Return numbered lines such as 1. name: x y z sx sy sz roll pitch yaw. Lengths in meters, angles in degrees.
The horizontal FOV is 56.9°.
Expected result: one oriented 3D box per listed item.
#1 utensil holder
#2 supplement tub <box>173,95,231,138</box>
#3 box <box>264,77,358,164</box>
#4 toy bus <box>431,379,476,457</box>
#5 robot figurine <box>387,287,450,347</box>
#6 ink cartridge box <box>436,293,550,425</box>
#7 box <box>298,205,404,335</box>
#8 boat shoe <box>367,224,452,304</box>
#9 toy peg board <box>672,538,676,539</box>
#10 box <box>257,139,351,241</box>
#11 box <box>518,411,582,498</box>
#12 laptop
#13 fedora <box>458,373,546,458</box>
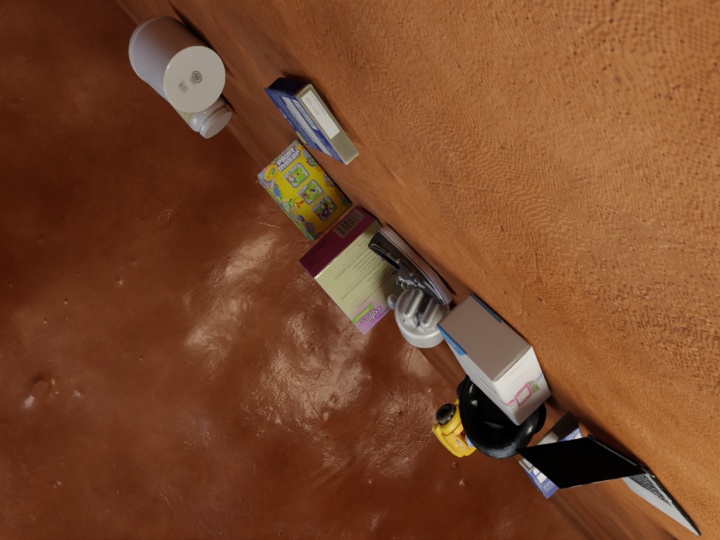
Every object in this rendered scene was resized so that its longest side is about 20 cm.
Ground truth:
1. utensil holder: -0.435 -0.491 1.583 0.200 0.170 0.170 41 173 37
2. supplement tub: -0.533 -0.551 2.177 0.200 0.145 0.145 48 176 -1
3. box: -0.080 -0.232 1.009 0.122 0.032 0.200 51 174 -28
4. toy bus: 0.300 0.371 1.618 0.136 0.200 0.192 48 168 -19
5. robot figurine: 0.129 0.095 1.366 0.168 0.114 0.200 30 171 16
6. ink cartridge box: 0.223 0.150 1.095 0.145 0.084 0.201 46 174 38
7. box: 0.000 0.000 1.420 0.200 0.176 0.097 50 175 -35
8. boat shoe: 0.088 0.001 1.255 0.200 0.066 0.070 48 176 16
9. toy peg board: 0.597 0.587 1.090 0.200 0.098 0.200 49 175 -13
10. box: -0.135 -0.182 1.550 0.193 0.122 0.200 49 177 -9
11. box: 0.352 0.337 1.193 0.032 0.121 0.200 42 173 39
12. laptop: 0.370 0.334 1.018 0.200 0.116 0.187 49 177 -5
13. fedora: 0.276 0.257 1.245 0.090 0.203 0.200 14 -164 -32
